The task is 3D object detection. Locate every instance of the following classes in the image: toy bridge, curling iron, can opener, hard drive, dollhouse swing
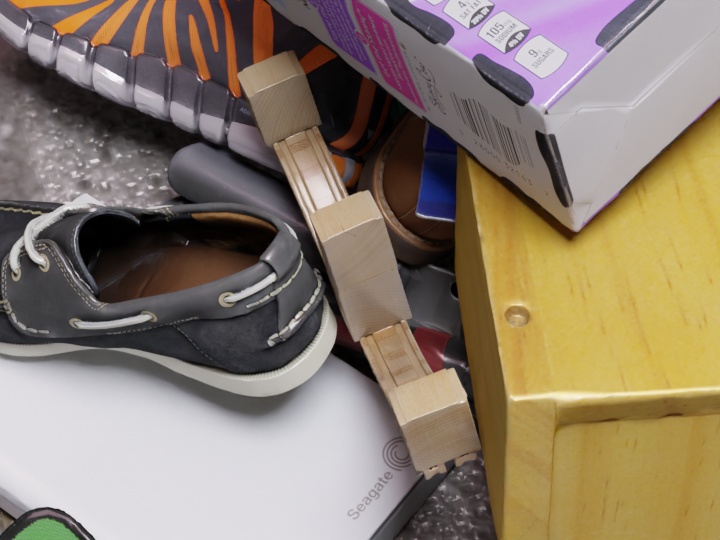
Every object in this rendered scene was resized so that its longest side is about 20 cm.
[{"bbox_3d":[0.000,0.000,0.823,0.027,0.067,0.201,-23,49,-3],"label":"toy bridge"},{"bbox_3d":[0.030,0.045,0.862,0.198,0.026,0.050,16,54,9],"label":"curling iron"},{"bbox_3d":[0.008,0.005,0.917,0.199,0.054,0.067,29,26,17],"label":"can opener"},{"bbox_3d":[-0.078,0.064,0.875,0.199,0.027,0.132,32,59,19],"label":"hard drive"},{"bbox_3d":[0.138,0.052,0.804,0.198,0.177,0.183,-4,53,-5],"label":"dollhouse swing"}]

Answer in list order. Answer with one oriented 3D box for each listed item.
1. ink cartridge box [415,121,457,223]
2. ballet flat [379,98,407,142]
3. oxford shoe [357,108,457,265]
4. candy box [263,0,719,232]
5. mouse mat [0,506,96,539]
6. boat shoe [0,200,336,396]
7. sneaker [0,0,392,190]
[{"bbox_3d":[0.081,-0.109,0.845,0.098,0.039,0.202,7,65,0],"label":"ink cartridge box"},{"bbox_3d":[0.026,-0.114,0.969,0.068,0.071,0.202,-2,72,-19],"label":"ballet flat"},{"bbox_3d":[0.067,-0.093,0.900,0.071,0.071,0.201,32,58,-14],"label":"oxford shoe"},{"bbox_3d":[0.061,-0.136,0.775,0.168,0.072,0.200,-43,54,-12],"label":"candy box"},{"bbox_3d":[-0.094,0.202,0.732,0.200,0.008,0.161,44,84,9],"label":"mouse mat"},{"bbox_3d":[-0.107,-0.005,0.853,0.198,0.068,0.072,9,58,24],"label":"boat shoe"},{"bbox_3d":[-0.067,-0.119,0.942,0.199,0.078,0.113,23,96,16],"label":"sneaker"}]
